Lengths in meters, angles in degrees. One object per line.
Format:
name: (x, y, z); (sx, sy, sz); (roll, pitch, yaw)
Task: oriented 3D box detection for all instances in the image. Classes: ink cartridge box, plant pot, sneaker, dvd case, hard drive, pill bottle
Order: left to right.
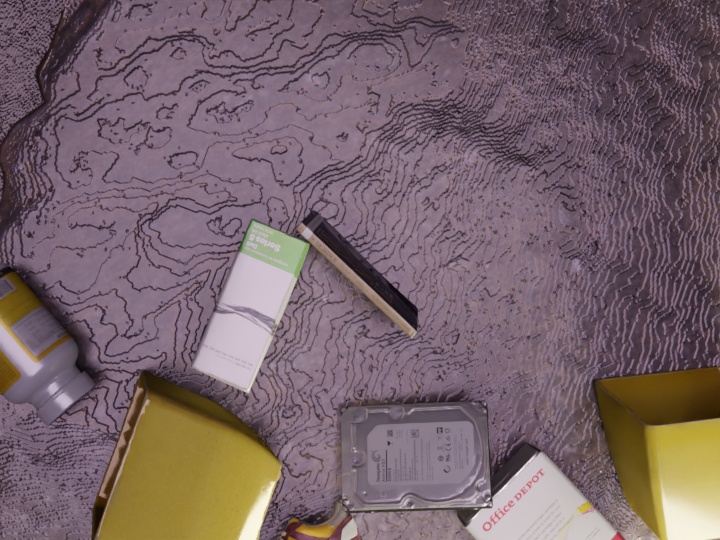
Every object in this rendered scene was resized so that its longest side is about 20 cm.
pill bottle: (-0.436, 0.098, 1.320); (0.112, 0.112, 0.200); (-40, 93, -5)
plant pot: (-0.215, 0.262, 1.307); (0.198, 0.194, 0.197); (21, 87, -14)
ink cartridge box: (-0.141, 0.045, 1.332); (0.083, 0.145, 0.202); (23, 87, -3)
sneaker: (-0.097, 0.381, 1.375); (0.198, 0.075, 0.091); (-23, 83, -12)
dvd case: (0.000, 0.000, 1.345); (0.200, 0.149, 0.016); (43, 99, -3)
hard drive: (0.073, 0.247, 1.365); (0.198, 0.038, 0.141); (-3, 71, 9)
ink cartridge box: (0.251, 0.358, 1.396); (0.147, 0.086, 0.200); (-43, 91, -5)
plant pot: (0.439, 0.248, 1.370); (0.198, 0.200, 0.178); (-5, 101, -6)
